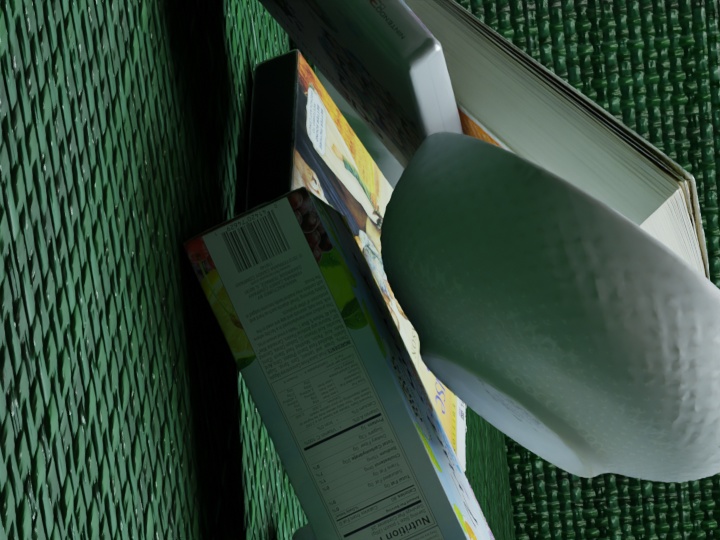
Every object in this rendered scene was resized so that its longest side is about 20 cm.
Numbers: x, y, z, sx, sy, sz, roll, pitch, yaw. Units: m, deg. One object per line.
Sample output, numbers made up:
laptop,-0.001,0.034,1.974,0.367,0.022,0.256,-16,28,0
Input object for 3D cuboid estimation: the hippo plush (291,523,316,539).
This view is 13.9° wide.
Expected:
hippo plush,0.020,0.210,1.489,0.161,0.159,0.200,49,-10,-34

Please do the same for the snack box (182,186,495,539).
snack box,-0.002,0.070,1.342,0.200,0.068,0.169,64,4,7

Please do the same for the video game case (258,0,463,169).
video game case,-0.017,-0.126,1.377,0.182,0.024,0.200,50,-6,18

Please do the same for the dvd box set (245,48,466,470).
dvd box set,0.000,0.000,1.571,0.200,0.029,0.146,55,24,-37

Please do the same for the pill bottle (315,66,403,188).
pill bottle,0.030,-0.074,1.826,0.200,0.119,0.120,77,10,-59

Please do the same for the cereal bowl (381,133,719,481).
cereal bowl,0.087,0.030,1.311,0.083,0.200,0.200,-53,165,-9

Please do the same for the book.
book,0.081,-0.051,1.418,0.200,0.048,0.134,41,-13,30
